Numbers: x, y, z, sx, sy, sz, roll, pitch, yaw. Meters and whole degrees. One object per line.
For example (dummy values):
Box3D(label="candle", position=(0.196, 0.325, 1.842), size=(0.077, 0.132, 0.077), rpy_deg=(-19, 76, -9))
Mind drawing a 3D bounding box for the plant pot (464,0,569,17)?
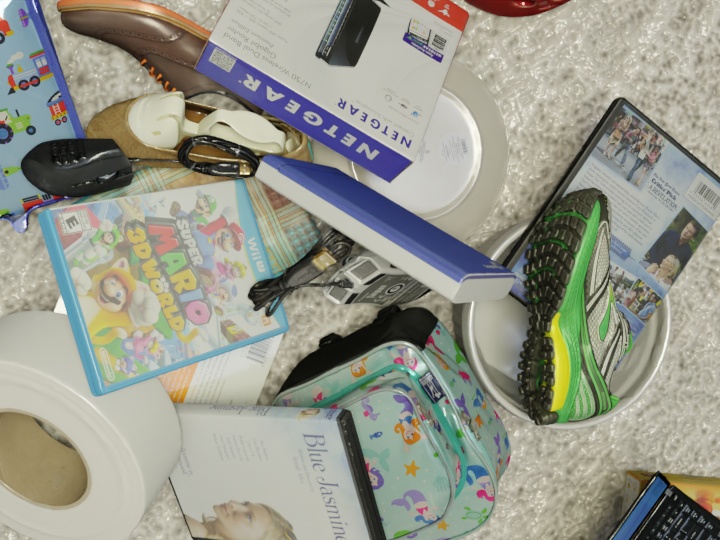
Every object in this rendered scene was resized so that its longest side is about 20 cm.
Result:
Box3D(label="plant pot", position=(0.167, -0.340, 0.807), size=(0.199, 0.182, 0.202), rpy_deg=(-1, 96, -13))

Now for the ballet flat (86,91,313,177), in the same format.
Box3D(label="ballet flat", position=(-0.135, -0.120, 0.791), size=(0.198, 0.072, 0.068), rpy_deg=(11, 70, -10))

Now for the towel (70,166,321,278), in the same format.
Box3D(label="towel", position=(-0.145, -0.035, 0.824), size=(0.199, 0.022, 0.147), rpy_deg=(-29, 94, -17))

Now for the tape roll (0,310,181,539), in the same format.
Box3D(label="tape roll", position=(-0.252, 0.135, 0.757), size=(0.201, 0.071, 0.204), rpy_deg=(8, 123, 13))

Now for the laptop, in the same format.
Box3D(label="laptop", position=(0.288, 0.304, 0.878), size=(0.200, 0.103, 0.178), rpy_deg=(37, 90, -7))

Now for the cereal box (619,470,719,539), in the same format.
Box3D(label="cereal box", position=(0.337, 0.317, 0.957), size=(0.143, 0.040, 0.202), rpy_deg=(6, 93, -10))

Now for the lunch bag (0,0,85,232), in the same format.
Box3D(label="lunch bag", position=(-0.319, -0.127, 0.778), size=(0.150, 0.094, 0.201), rpy_deg=(-19, 108, -12))

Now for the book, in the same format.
Box3D(label="book", position=(-0.181, 0.069, 0.835), size=(0.199, 0.048, 0.134), rpy_deg=(23, 86, -13))

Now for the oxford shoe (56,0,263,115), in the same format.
Box3D(label="oxford shoe", position=(-0.170, -0.190, 0.806), size=(0.199, 0.071, 0.073), rpy_deg=(13, 95, -13))

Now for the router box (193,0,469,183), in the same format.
Box3D(label="router box", position=(-0.018, -0.203, 0.805), size=(0.199, 0.049, 0.180), rpy_deg=(28, 62, -15))

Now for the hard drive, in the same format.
Box3D(label="hard drive", position=(0.024, -0.036, 0.764), size=(0.199, 0.132, 0.025), rpy_deg=(33, 104, 23))

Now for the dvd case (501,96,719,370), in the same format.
Box3D(label="dvd case", position=(0.227, -0.032, 0.816), size=(0.142, 0.018, 0.201), rpy_deg=(35, 87, -11))

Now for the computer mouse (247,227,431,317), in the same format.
Box3D(label="computer mouse", position=(0.000, 0.000, 0.825), size=(0.110, 0.199, 0.044), rpy_deg=(-40, 64, 32))

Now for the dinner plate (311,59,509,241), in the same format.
Box3D(label="dinner plate", position=(0.052, -0.113, 0.879), size=(0.199, 0.024, 0.202), rpy_deg=(-1, 95, -12))

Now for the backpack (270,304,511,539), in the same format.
Box3D(label="backpack", position=(0.035, 0.157, 0.823), size=(0.177, 0.151, 0.201), rpy_deg=(-27, 107, 27))

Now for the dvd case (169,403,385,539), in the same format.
Box3D(label="dvd case", position=(-0.081, 0.178, 0.774), size=(0.199, 0.018, 0.144), rpy_deg=(-3, 114, 28))

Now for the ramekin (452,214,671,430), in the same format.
Box3D(label="ramekin", position=(0.181, 0.042, 0.874), size=(0.198, 0.105, 0.202), rpy_deg=(-1, 94, -12))

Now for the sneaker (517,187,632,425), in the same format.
Box3D(label="sneaker", position=(0.186, 0.030, 0.773), size=(0.085, 0.078, 0.202), rpy_deg=(0, 104, -17))

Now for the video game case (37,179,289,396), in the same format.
Box3D(label="video game case", position=(-0.152, 0.006, 0.748), size=(0.199, 0.018, 0.144), rpy_deg=(-16, 88, -49))

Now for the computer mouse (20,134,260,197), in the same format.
Box3D(label="computer mouse", position=(-0.183, -0.083, 0.767), size=(0.198, 0.059, 0.034), rpy_deg=(-3, 51, -2))
